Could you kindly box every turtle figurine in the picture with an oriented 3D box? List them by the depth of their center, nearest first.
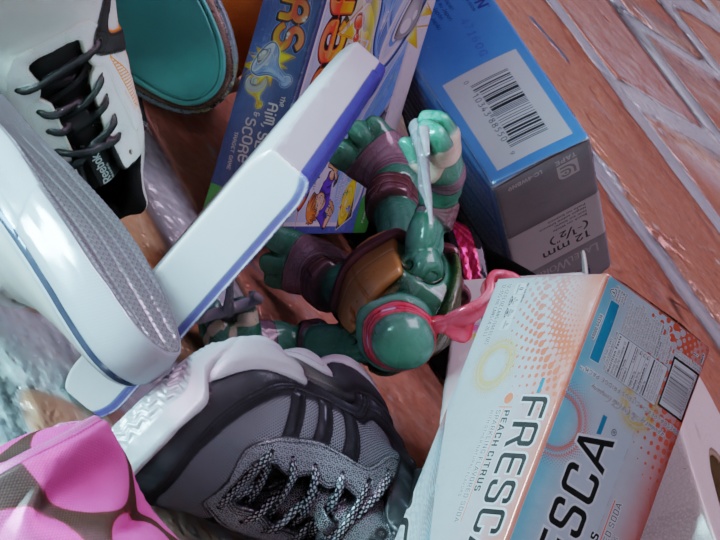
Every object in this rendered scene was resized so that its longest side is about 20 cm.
[{"bbox_3d":[0.000,0.000,1.025,0.101,0.150,0.200,51,6,-16],"label":"turtle figurine"}]

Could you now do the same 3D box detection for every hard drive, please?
[{"bbox_3d":[-0.052,-0.023,0.969,0.025,0.132,0.200,41,19,-5],"label":"hard drive"}]

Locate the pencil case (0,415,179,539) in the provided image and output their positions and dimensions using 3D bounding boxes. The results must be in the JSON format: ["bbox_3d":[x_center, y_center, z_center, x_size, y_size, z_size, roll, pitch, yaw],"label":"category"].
[{"bbox_3d":[-0.053,0.132,0.724,0.200,0.091,0.094,47,54,-1],"label":"pencil case"}]

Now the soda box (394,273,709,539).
[{"bbox_3d":[0.059,0.101,0.863,0.064,0.200,0.068,34,-22,-30],"label":"soda box"}]

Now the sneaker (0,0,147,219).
[{"bbox_3d":[-0.121,-0.080,0.947,0.080,0.074,0.200,62,-5,19],"label":"sneaker"}]

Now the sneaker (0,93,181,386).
[{"bbox_3d":[-0.144,-0.019,0.863,0.200,0.071,0.073,48,8,27],"label":"sneaker"}]

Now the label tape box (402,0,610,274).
[{"bbox_3d":[0.080,-0.058,1.300,0.143,0.066,0.200,59,-5,32],"label":"label tape box"}]

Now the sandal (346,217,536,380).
[{"bbox_3d":[0.038,0.001,1.210,0.200,0.075,0.045,49,15,34],"label":"sandal"}]

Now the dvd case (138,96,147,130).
[{"bbox_3d":[-0.193,-0.153,1.116,0.200,0.022,0.146,32,23,-32],"label":"dvd case"}]

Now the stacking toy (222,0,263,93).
[{"bbox_3d":[-0.044,-0.204,1.226,0.146,0.200,0.146,53,2,-3],"label":"stacking toy"}]

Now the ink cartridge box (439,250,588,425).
[{"bbox_3d":[0.077,0.076,1.058,0.200,0.067,0.117,-76,162,-69],"label":"ink cartridge box"}]

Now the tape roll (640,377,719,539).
[{"bbox_3d":[0.155,0.131,0.984,0.203,0.037,0.203,60,16,-29],"label":"tape roll"}]

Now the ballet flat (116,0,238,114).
[{"bbox_3d":[-0.134,-0.158,1.124,0.200,0.074,0.074,48,19,-5],"label":"ballet flat"}]

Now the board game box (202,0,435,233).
[{"bbox_3d":[-0.010,-0.118,1.167,0.034,0.200,0.135,21,10,23],"label":"board game box"}]

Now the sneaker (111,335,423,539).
[{"bbox_3d":[-0.019,0.090,0.893,0.114,0.075,0.200,49,16,19],"label":"sneaker"}]
